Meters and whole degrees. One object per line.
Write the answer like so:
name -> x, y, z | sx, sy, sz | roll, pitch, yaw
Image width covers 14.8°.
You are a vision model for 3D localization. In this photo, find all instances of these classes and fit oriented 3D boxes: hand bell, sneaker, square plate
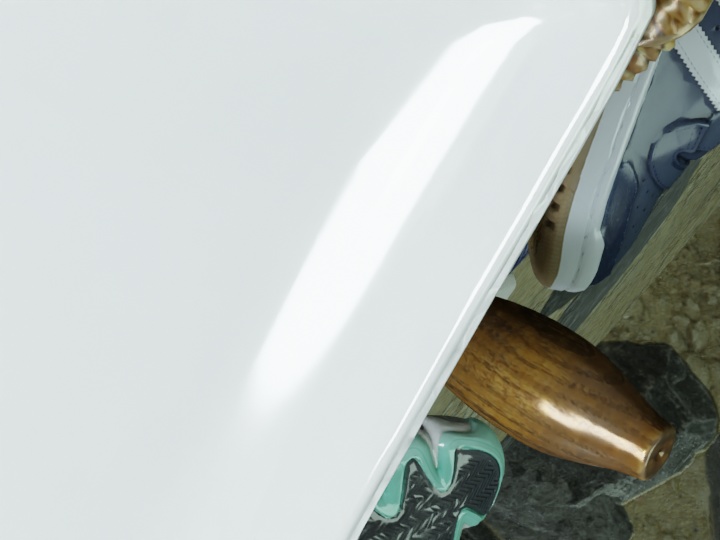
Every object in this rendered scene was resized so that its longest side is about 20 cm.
hand bell -> 0.000, 0.000, 0.754 | 0.104, 0.199, 0.105 | -42, 149, -33
sneaker -> -0.056, 0.071, 1.059 | 0.199, 0.140, 0.078 | -16, 130, -22
sneaker -> 0.120, -0.077, 0.775 | 0.070, 0.108, 0.201 | -103, -152, -70
square plate -> -0.081, -0.004, 0.468 | 0.029, 0.199, 0.199 | -99, -148, -57

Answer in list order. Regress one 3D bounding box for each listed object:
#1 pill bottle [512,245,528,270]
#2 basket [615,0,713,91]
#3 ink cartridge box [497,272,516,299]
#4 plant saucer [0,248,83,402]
pill bottle -> 0.021, -0.040, 1.061 | 0.200, 0.112, 0.112 | -46, 170, -35
basket -> 0.002, -0.096, 0.492 | 0.200, 0.149, 0.143 | -40, 175, 26
ink cartridge box -> -0.018, 0.045, 1.293 | 0.145, 0.084, 0.200 | -54, 170, 14
plant saucer -> -0.092, 0.031, 0.581 | 0.200, 0.199, 0.038 | 102, -15, -71
